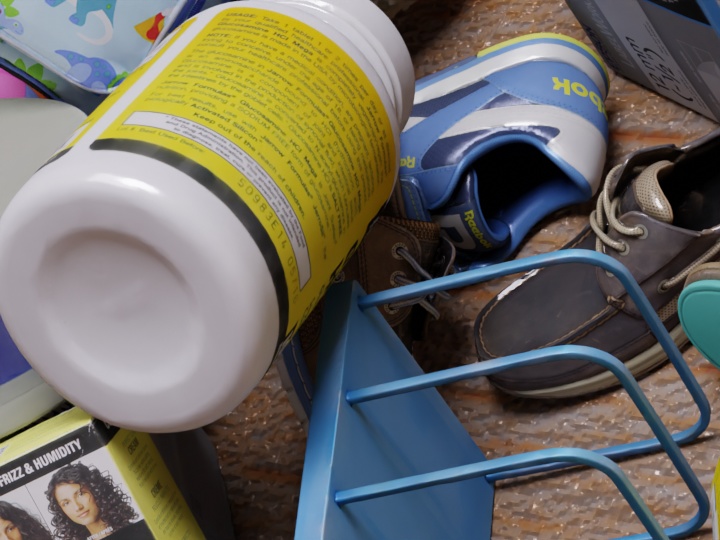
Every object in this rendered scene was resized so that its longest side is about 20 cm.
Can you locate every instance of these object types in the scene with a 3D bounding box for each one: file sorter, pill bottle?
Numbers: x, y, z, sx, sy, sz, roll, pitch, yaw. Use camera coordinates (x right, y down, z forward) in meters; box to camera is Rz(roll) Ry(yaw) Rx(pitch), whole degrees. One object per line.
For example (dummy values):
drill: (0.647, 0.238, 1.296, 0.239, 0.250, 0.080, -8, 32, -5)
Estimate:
file sorter: (0.059, 0.112, 1.000, 0.122, 0.139, 0.201, -13, 47, 23)
pill bottle: (-0.051, -0.034, 1.025, 0.112, 0.113, 0.200, -11, 25, 30)

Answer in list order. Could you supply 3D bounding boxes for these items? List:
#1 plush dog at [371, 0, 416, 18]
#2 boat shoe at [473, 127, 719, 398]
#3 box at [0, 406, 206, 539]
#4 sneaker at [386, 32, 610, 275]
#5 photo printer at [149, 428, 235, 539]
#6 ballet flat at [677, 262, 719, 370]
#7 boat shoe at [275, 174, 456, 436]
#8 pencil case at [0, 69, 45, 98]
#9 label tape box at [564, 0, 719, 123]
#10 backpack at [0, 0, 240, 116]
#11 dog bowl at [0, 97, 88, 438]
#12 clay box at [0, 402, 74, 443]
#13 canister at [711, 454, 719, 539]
plush dog: (-0.031, -0.148, 1.288, 0.171, 0.200, 0.161, -33, 68, 18)
boat shoe: (0.128, -0.019, 1.109, 0.199, 0.073, 0.075, -31, 41, 11)
box: (-0.081, 0.150, 1.028, 0.075, 0.201, 0.050, -24, 11, 16)
sneaker: (0.024, -0.036, 1.206, 0.199, 0.074, 0.083, -26, 45, 19)
photo printer: (-0.147, 0.165, 1.158, 0.199, 0.070, 0.167, -28, 42, 14)
ballet flat: (0.214, 0.032, 1.013, 0.072, 0.068, 0.199, -35, 36, -26)
boat shoe: (0.000, 0.000, 1.138, 0.072, 0.072, 0.201, -22, 78, 25)
pencil case: (-0.203, -0.087, 1.416, 0.088, 0.088, 0.201, -22, 43, 20)
label tape box: (0.120, -0.143, 1.171, 0.066, 0.143, 0.200, -48, 41, -10)
backpack: (-0.111, -0.178, 1.147, 0.201, 0.182, 0.147, -56, 6, 4)
dog bowl: (-0.190, 0.006, 1.099, 0.199, 0.079, 0.200, -16, 24, 7)
clay box: (-0.129, 0.008, 1.258, 0.199, 0.047, 0.116, -28, 39, 42)
canister: (0.170, 0.126, 0.898, 0.086, 0.149, 0.201, 7, 48, -4)
